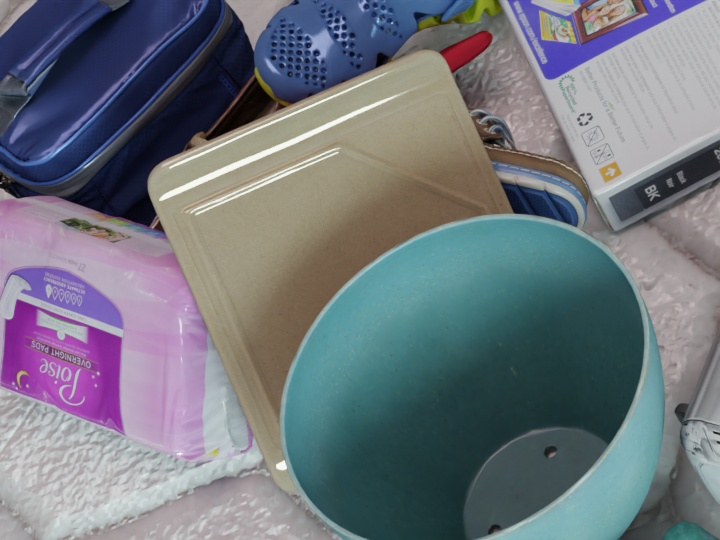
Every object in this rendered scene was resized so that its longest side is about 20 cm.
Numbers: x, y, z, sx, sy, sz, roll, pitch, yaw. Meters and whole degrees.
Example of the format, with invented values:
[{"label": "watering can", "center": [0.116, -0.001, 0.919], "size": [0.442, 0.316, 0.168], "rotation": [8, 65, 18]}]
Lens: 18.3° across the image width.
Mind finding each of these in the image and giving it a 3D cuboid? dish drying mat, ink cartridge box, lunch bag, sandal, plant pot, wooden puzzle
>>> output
[{"label": "dish drying mat", "center": [-0.009, -0.089, 1.383], "size": [0.200, 0.018, 0.077], "rotation": [-33, 6, -22]}, {"label": "ink cartridge box", "center": [0.202, -0.144, 1.348], "size": [0.200, 0.043, 0.198], "rotation": [-28, 47, 9]}, {"label": "lunch bag", "center": [-0.172, -0.117, 1.471], "size": [0.200, 0.132, 0.136], "rotation": [-47, 47, -12]}, {"label": "sandal", "center": [0.018, -0.174, 1.407], "size": [0.200, 0.087, 0.080], "rotation": [-35, 78, -17]}, {"label": "plant pot", "center": [0.075, 0.091, 1.170], "size": [0.200, 0.135, 0.201], "rotation": [-15, 49, 18]}, {"label": "wooden puzzle", "center": [0.000, 0.000, 1.258], "size": [0.185, 0.200, 0.037], "rotation": [-24, 1, -5]}]

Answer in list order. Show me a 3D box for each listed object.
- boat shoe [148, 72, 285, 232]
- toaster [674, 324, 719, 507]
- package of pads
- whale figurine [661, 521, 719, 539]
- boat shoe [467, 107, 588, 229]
[{"label": "boat shoe", "center": [-0.092, -0.061, 1.424], "size": [0.072, 0.072, 0.200], "rotation": [28, 72, 41]}, {"label": "toaster", "center": [0.255, 0.076, 1.102], "size": [0.200, 0.114, 0.129], "rotation": [18, 69, 35]}, {"label": "package of pads", "center": [-0.148, 0.033, 1.349], "size": [0.200, 0.076, 0.121], "rotation": [17, 107, 37]}, {"label": "whale figurine", "center": [0.136, 0.203, 1.071], "size": [0.159, 0.104, 0.200], "rotation": [16, 64, 37]}, {"label": "boat shoe", "center": [0.058, -0.062, 1.339], "size": [0.200, 0.072, 0.072], "rotation": [7, 52, 38]}]
